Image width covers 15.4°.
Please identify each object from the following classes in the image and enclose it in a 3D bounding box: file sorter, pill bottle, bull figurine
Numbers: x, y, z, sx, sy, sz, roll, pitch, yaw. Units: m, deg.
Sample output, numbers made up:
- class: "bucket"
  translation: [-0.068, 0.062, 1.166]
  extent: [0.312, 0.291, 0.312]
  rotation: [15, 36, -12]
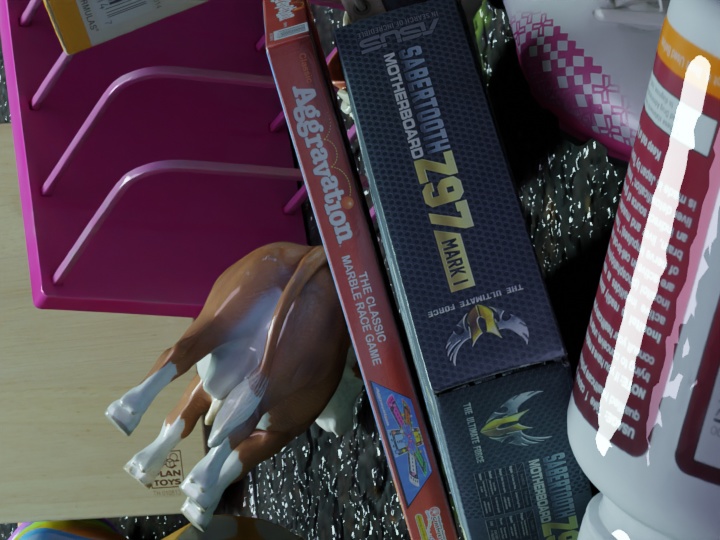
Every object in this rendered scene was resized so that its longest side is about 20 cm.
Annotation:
- class: "file sorter"
  translation: [-0.076, -0.096, 1.219]
  extent: [0.125, 0.138, 0.201]
  rotation: [-48, 45, 50]
- class: "pill bottle"
  translation: [0.127, 0.015, 0.813]
  extent: [0.113, 0.112, 0.201]
  rotation: [45, 127, 57]
- class: "bull figurine"
  translation: [-0.043, 0.046, 1.108]
  extent: [0.065, 0.122, 0.200]
  rotation: [38, 168, 13]

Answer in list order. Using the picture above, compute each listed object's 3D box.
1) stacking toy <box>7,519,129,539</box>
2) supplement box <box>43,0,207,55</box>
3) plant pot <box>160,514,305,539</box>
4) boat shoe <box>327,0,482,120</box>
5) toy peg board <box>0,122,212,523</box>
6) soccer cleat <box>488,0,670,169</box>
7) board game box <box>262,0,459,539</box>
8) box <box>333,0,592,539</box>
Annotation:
- class: "stacking toy"
  translation: [-0.159, 0.167, 1.420]
  extent: [0.117, 0.109, 0.200]
  rotation: [-66, 19, 11]
- class: "supplement box"
  translation: [-0.056, -0.186, 1.115]
  extent: [0.126, 0.199, 0.074]
  rotation: [-118, 8, -45]
- class: "plant pot"
  translation: [-0.085, 0.208, 1.164]
  extent: [0.183, 0.199, 0.201]
  rotation: [-47, 44, 32]
- class: "boat shoe"
  translation: [0.016, -0.089, 1.037]
  extent: [0.201, 0.062, 0.072]
  rotation: [81, 173, -56]
- class: "toy peg board"
  translation: [-0.166, 0.022, 1.373]
  extent: [0.098, 0.198, 0.201]
  rotation: [-25, -70, -75]
- class: "soccer cleat"
  translation: [0.085, -0.112, 0.958]
  extent: [0.200, 0.069, 0.087]
  rotation: [-121, 33, -51]
- class: "board game box"
  translation: [0.000, 0.000, 0.986]
  extent: [0.103, 0.019, 0.201]
  rotation: [-97, -9, -74]
- class: "box"
  translation: [0.043, 0.026, 0.952]
  extent: [0.201, 0.051, 0.159]
  rotation: [73, -178, -54]
